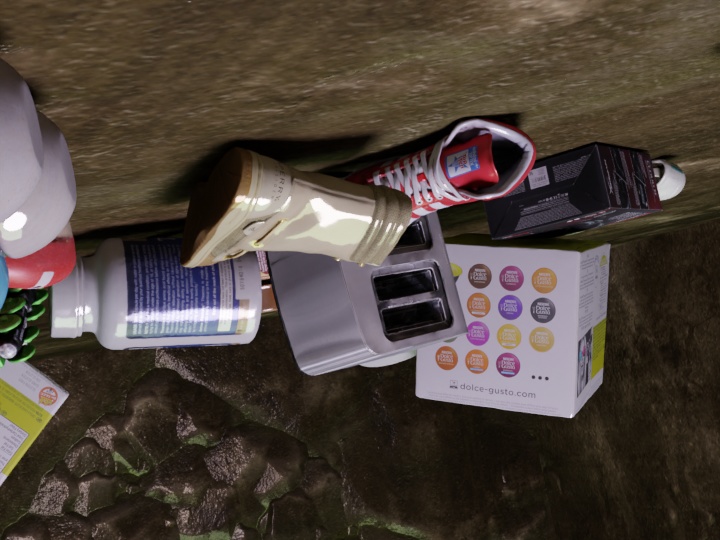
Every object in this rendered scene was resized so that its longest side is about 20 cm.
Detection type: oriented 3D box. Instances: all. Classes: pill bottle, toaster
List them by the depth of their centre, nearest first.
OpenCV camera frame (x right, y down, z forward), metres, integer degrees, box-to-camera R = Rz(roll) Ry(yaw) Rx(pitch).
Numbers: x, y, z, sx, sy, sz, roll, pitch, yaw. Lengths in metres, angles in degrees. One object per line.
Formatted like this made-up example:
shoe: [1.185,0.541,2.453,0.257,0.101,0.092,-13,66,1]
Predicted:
pill bottle: [-0.207,0.022,0.947,0.199,0.111,0.111,-1,172,-21]
toaster: [0.000,0.000,0.949,0.200,0.181,0.119,-8,171,-44]

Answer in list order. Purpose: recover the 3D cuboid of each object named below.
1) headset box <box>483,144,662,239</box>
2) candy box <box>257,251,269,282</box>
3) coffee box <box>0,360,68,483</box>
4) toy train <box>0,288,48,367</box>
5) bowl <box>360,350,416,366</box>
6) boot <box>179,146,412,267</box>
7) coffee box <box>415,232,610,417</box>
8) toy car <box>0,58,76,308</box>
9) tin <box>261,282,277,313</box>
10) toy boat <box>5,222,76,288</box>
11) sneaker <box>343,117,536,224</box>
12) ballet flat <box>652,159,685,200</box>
headset box: [0.257,-0.089,1.124,0.149,0.077,0.200,-15,173,34]
candy box: [-0.078,-0.021,1.214,0.200,0.055,0.115,-9,176,-32]
coffee box: [-0.444,0.149,0.914,0.200,0.200,0.198,-21,-147,57]
toy train: [-0.298,0.024,0.799,0.056,0.042,0.200,-18,-153,-4]
bowl: [0.024,0.025,1.298,0.074,0.200,0.200,15,160,-28]
boot: [-0.060,-0.037,0.785,0.155,0.073,0.200,9,161,-22]
coffee box: [0.197,0.057,1.200,0.199,0.198,0.200,4,-173,25]
toy car: [-0.223,-0.009,0.432,0.175,0.150,0.200,-11,175,-9]
tin: [-0.099,0.030,1.245,0.112,0.042,0.200,-13,178,40]
toy boat: [-0.295,0.016,0.673,0.200,0.131,0.130,-14,175,25]
sneaker: [0.055,-0.076,0.810,0.200,0.071,0.112,-19,179,-1]
ballet flat: [0.331,-0.105,1.270,0.200,0.070,0.069,-19,172,29]
